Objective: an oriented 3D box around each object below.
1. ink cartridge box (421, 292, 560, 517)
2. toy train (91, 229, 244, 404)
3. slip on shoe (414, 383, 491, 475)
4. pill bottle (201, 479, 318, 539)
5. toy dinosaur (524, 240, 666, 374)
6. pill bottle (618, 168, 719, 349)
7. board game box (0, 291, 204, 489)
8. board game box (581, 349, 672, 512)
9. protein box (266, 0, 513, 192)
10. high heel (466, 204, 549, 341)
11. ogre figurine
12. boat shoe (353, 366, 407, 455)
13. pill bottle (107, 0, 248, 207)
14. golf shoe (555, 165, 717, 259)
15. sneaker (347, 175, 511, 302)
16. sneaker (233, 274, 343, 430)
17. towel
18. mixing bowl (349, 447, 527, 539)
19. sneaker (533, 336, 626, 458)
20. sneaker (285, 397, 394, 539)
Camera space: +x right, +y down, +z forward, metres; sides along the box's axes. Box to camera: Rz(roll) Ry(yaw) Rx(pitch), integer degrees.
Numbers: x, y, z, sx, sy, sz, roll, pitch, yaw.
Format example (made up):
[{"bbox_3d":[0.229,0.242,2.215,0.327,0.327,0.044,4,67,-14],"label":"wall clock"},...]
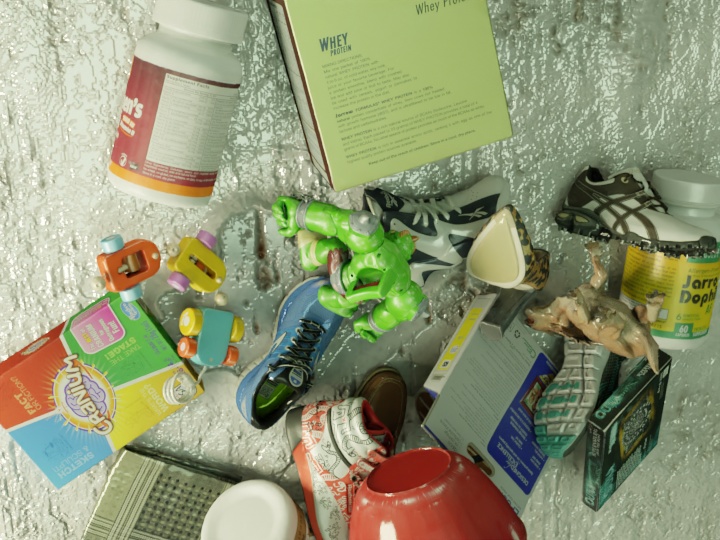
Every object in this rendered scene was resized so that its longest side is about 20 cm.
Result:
[{"bbox_3d":[0.162,0.166,1.257,0.198,0.047,0.200,49,60,-25],"label":"ink cartridge box"},{"bbox_3d":[-0.209,0.036,1.138,0.150,0.056,0.200,-34,115,-32],"label":"toy train"},{"bbox_3d":[0.146,0.201,1.309,0.200,0.076,0.061,45,53,-15],"label":"slip on shoe"},{"bbox_3d":[-0.093,0.339,1.236,0.114,0.114,0.200,-33,136,-2],"label":"pill bottle"},{"bbox_3d":[0.283,0.062,1.203,0.086,0.200,0.136,-35,139,-17],"label":"toy dinosaur"},{"bbox_3d":[0.377,-0.016,1.265,0.113,0.113,0.200,1,107,-15],"label":"pill bottle"},{"bbox_3d":[-0.299,0.128,1.172,0.200,0.040,0.153,-34,113,-2],"label":"board game box"},{"bbox_3d":[0.325,0.199,1.297,0.135,0.028,0.200,-40,145,-23],"label":"board game box"},{"bbox_3d":[0.027,-0.217,1.091,0.198,0.135,0.200,-18,112,-8],"label":"protein box"},{"bbox_3d":[0.179,-0.031,1.187,0.143,0.071,0.200,-51,153,-35],"label":"high heel"},{"bbox_3d":[0.000,0.000,1.114,0.098,0.120,0.200,-33,112,-42],"label":"ogre figurine"},{"bbox_3d":[0.015,0.217,1.271,0.072,0.068,0.200,12,104,-17],"label":"boat shoe"},{"bbox_3d":[-0.182,-0.173,1.064,0.109,0.110,0.200,11,105,-18],"label":"pill bottle"},{"bbox_3d":[0.314,-0.070,1.192,0.078,0.200,0.095,15,93,-48],"label":"golf shoe"},{"bbox_3d":[0.065,-0.064,1.183,0.199,0.080,0.130,-37,122,10],"label":"sneaker"},{"bbox_3d":[-0.070,0.099,1.197,0.078,0.089,0.200,26,100,-22],"label":"sneaker"},{"bbox_3d":[-0.232,0.314,1.264,0.192,0.035,0.200,23,103,-18],"label":"towel"},{"bbox_3d":[0.068,0.259,1.123,0.200,0.200,0.109,-20,104,-8],"label":"mixing bowl"},{"bbox_3d":[0.279,0.148,1.282,0.091,0.078,0.200,46,60,-33],"label":"sneaker"},{"bbox_3d":[-0.008,0.243,1.205,0.108,0.067,0.202,-15,95,17],"label":"sneaker"}]
